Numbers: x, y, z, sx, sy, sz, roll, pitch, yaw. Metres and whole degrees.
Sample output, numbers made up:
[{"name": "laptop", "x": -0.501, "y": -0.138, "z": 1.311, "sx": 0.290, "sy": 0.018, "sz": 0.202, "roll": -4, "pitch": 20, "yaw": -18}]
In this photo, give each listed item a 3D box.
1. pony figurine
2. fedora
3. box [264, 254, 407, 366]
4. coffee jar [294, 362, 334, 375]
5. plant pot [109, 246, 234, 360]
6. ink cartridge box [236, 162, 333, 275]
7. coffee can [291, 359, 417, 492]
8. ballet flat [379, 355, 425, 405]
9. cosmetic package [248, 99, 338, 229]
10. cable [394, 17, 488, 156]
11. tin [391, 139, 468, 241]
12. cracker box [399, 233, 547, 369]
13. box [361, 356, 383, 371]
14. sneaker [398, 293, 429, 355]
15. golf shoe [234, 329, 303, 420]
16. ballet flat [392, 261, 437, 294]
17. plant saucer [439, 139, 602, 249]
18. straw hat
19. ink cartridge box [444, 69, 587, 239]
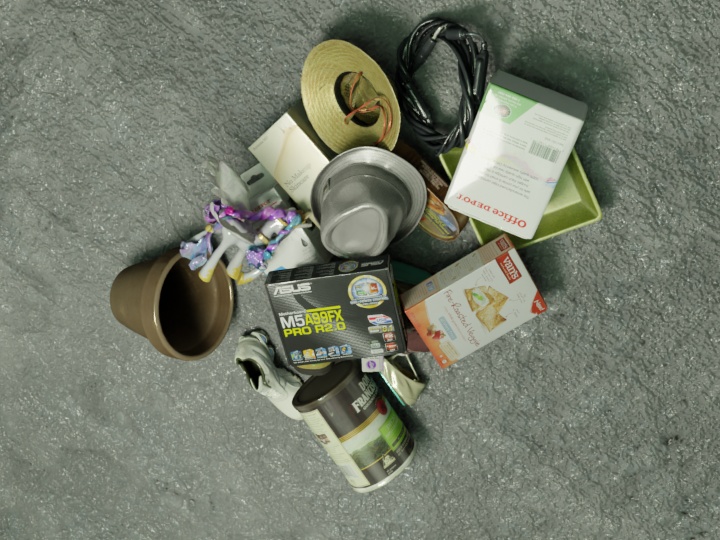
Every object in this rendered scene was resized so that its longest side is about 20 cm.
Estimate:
[{"name": "pony figurine", "x": -0.201, "y": -0.067, "z": 1.561, "sx": 0.192, "sy": 0.168, "sz": 0.200, "roll": 30, "pitch": 124, "yaw": -35}, {"name": "fedora", "x": 0.004, "y": -0.085, "z": 1.480, "sx": 0.176, "sy": 0.091, "sz": 0.200, "roll": 33, "pitch": 133, "yaw": -17}, {"name": "box", "x": -0.036, "y": 0.066, "z": 1.512, "sx": 0.198, "sy": 0.044, "sz": 0.162, "roll": -7, "pitch": 121, "yaw": 10}, {"name": "coffee jar", "x": -0.085, "y": 0.093, "z": 1.655, "sx": 0.084, "sy": 0.105, "sz": 0.201, "roll": 3, "pitch": 143, "yaw": 5}, {"name": "plant pot", "x": -0.355, "y": 0.052, "z": 1.726, "sx": 0.173, "sy": 0.200, "sz": 0.202, "roll": 6, "pitch": 118, "yaw": 34}, {"name": "ink cartridge box", "x": -0.146, "y": -0.079, "z": 1.645, "sx": 0.115, "sy": 0.068, "sz": 0.201, "roll": -28, "pitch": 104, "yaw": 27}, {"name": "coffee can", "x": -0.010, "y": 0.275, "z": 1.732, "sx": 0.146, "sy": 0.147, "sz": 0.201, "roll": -27, "pitch": 105, "yaw": 27}, {"name": "ballet flat", "x": 0.043, "y": 0.151, "z": 1.708, "sx": 0.069, "sy": 0.070, "sz": 0.200, "roll": -35, "pitch": 103, "yaw": 29}, {"name": "cosmetic package", "x": -0.076, "y": -0.166, "z": 1.578, "sx": 0.103, "sy": 0.073, "sz": 0.200, "roll": -38, "pitch": 100, "yaw": 30}, {"name": "cable", "x": 0.114, "y": -0.272, "z": 1.444, "sx": 0.162, "sy": 0.051, "sz": 0.202, "roll": 22, "pitch": 118, "yaw": 35}, {"name": "tin", "x": 0.089, "y": -0.130, "z": 1.530, "sx": 0.200, "sy": 0.042, "sz": 0.112, "roll": 45, "pitch": 153, "yaw": -6}, {"name": "cracker box", "x": 0.180, "y": 0.050, "z": 1.529, "sx": 0.199, "sy": 0.058, "sz": 0.134, "roll": -31, "pitch": 119, "yaw": 7}, {"name": "box", "x": 0.018, "y": 0.073, "z": 1.620, "sx": 0.038, "sy": 0.042, "sz": 0.202, "roll": -1, "pitch": 113, "yaw": 2}, {"name": "sneaker", "x": 0.100, "y": 0.081, "z": 1.608, "sx": 0.114, "sy": 0.076, "sz": 0.200, "roll": -1, "pitch": 154, "yaw": 15}, {"name": "golf shoe", "x": -0.171, "y": 0.213, "z": 1.783, "sx": 0.078, "sy": 0.097, "sz": 0.201, "roll": -31, "pitch": 105, "yaw": 26}, {"name": "ballet flat", "x": 0.126, "y": 0.040, "z": 1.624, "sx": 0.198, "sy": 0.068, "sz": 0.073, "roll": 13, "pitch": 139, "yaw": 12}, {"name": "plant saucer", "x": 0.250, "y": -0.143, "z": 1.496, "sx": 0.198, "sy": 0.048, "sz": 0.201, "roll": -20, "pitch": 108, "yaw": 26}, {"name": "straw hat", "x": 0.008, "y": -0.270, "z": 1.485, "sx": 0.200, "sy": 0.085, "sz": 0.203, "roll": 25, "pitch": 131, "yaw": 33}, {"name": "ink cartridge box", "x": 0.227, "y": -0.169, "z": 1.413, "sx": 0.144, "sy": 0.084, "sz": 0.201, "roll": 23, "pitch": 120, "yaw": 6}]
